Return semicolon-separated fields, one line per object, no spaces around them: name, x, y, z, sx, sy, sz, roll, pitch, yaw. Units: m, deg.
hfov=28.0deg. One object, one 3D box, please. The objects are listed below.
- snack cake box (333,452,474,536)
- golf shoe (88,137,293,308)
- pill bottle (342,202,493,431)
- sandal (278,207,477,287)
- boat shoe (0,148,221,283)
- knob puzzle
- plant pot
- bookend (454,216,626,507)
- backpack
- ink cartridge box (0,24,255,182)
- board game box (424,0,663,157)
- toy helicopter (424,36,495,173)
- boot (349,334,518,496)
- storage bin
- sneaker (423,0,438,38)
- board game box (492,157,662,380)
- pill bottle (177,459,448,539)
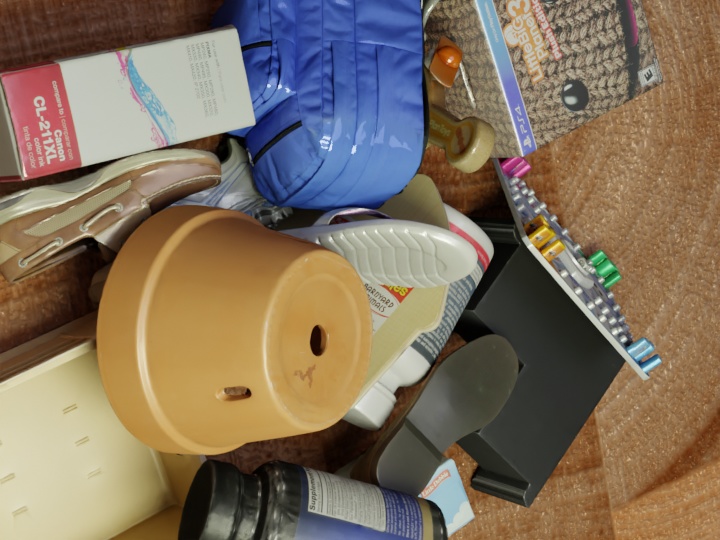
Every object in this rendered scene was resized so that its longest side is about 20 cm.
snack cake box;-0.011;0.238;1.307;0.200;0.115;0.067;-30;110;-27
golf shoe;-0.159;-0.041;1.228;0.200;0.078;0.097;-32;91;-31
pill bottle;0.026;0.038;1.313;0.120;0.120;0.200;38;73;-30
sandal;0.000;-0.026;1.202;0.082;0.203;0.050;59;38;-49
boat shoe;-0.203;-0.042;1.159;0.200;0.076;0.072;-19;81;-8
knob puzzle;0.000;0.000;1.253;0.220;0.220;0.030;-61;147;-14
plant pot;-0.084;0.049;1.119;0.200;0.140;0.200;-5;96;-55
bookend;0.133;0.088;1.404;0.199;0.092;0.200;44;72;-26
backpack;-0.038;-0.148;1.213;0.168;0.163;0.200;1;73;-24
ink cartridge box;-0.204;-0.129;1.131;0.200;0.146;0.083;-17;100;-31
board game box;0.176;-0.220;1.405;0.200;0.097;0.160;-29;109;-29
toy helicopter;0.066;-0.140;1.277;0.079;0.200;0.132;26;97;-32
boot;0.063;0.129;1.298;0.200;0.075;0.074;-43;101;-28
storage bin;-0.238;0.159;1.165;0.198;0.094;0.200;-26;108;-30
sneaker;0.049;-0.285;1.319;0.076;0.092;0.200;10;88;-34
board game box;0.207;-0.014;1.390;0.026;0.200;0.200;-37;115;15
pill bottle;-0.040;0.217;1.165;0.200;0.112;0.112;17;84;-18
